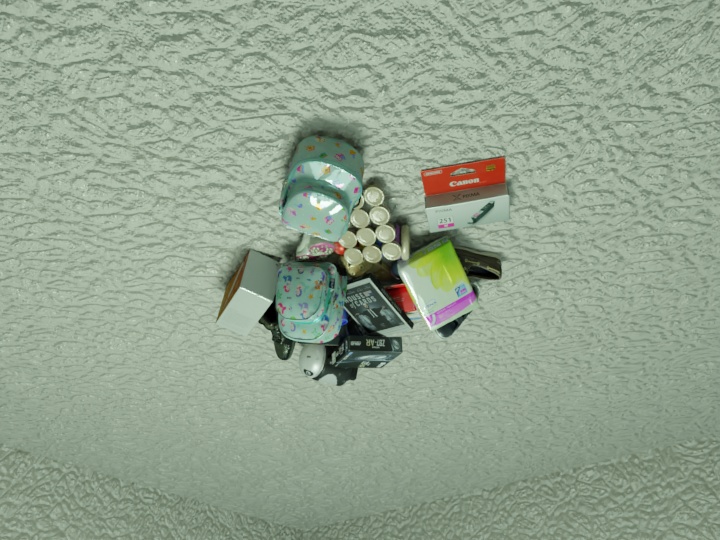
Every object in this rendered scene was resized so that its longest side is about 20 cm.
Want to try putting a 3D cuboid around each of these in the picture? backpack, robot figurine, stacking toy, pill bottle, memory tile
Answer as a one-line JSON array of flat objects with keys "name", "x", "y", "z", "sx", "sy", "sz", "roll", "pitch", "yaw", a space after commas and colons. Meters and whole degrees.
[{"name": "backpack", "x": -0.080, "y": -0.173, "z": 1.377, "sx": 0.171, "sy": 0.156, "sz": 0.203, "roll": 18, "pitch": 133, "yaw": -8}, {"name": "robot figurine", "x": -0.102, "y": 0.296, "z": 2.065, "sx": 0.196, "sy": 0.127, "sz": 0.152, "roll": 20, "pitch": 122, "yaw": -28}, {"name": "stacking toy", "x": 0.024, "y": -0.070, "z": 1.599, "sx": 0.193, "sy": 0.088, "sz": 0.086, "roll": 1, "pitch": 146, "yaw": 7}, {"name": "pill bottle", "x": 0.026, "y": 0.154, "z": 1.876, "sx": 0.111, "sy": 0.117, "sz": 0.199, "roll": 19, "pitch": 141, "yaw": -27}, {"name": "memory tile", "x": 0.007, "y": -0.104, "z": 1.524, "sx": 0.149, "sy": 0.017, "sz": 0.204, "roll": -7, "pitch": 124, "yaw": 20}, {"name": "backpack", "x": -0.128, "y": 0.080, "z": 1.641, "sx": 0.172, "sy": 0.207, "sz": 0.150, "roll": 3, "pitch": 177, "yaw": 24}]

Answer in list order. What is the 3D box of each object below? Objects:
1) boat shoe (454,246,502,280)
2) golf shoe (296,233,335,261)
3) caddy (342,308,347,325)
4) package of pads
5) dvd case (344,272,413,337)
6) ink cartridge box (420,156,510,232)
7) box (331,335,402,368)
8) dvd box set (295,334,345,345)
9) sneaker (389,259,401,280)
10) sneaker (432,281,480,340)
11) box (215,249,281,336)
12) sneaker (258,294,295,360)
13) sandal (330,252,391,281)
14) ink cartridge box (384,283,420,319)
[{"name": "boat shoe", "x": 0.277, "y": -0.014, "z": 1.694, "sx": 0.193, "sy": 0.061, "sz": 0.072, "roll": 8, "pitch": 145, "yaw": -13}, {"name": "golf shoe", "x": -0.110, "y": -0.076, "z": 1.590, "sx": 0.073, "sy": 0.095, "sz": 0.199, "roll": 1, "pitch": 170, "yaw": -23}, {"name": "caddy", "x": -0.112, "y": 0.103, "z": 1.807, "sx": 0.137, "sy": 0.109, "sz": 0.199, "roll": 1, "pitch": 163, "yaw": -28}, {"name": "package of pads", "x": 0.193, "y": 0.035, "z": 1.641, "sx": 0.151, "sy": 0.068, "sz": 0.204, "roll": -27, "pitch": 108, "yaw": 5}, {"name": "dvd case", "x": 0.029, "y": 0.097, "z": 1.709, "sx": 0.148, "sy": 0.025, "sz": 0.201, "roll": -17, "pitch": 125, "yaw": 40}, {"name": "ink cartridge box", "x": 0.242, "y": -0.169, "z": 1.489, "sx": 0.193, "sy": 0.045, "sz": 0.175, "roll": -8, "pitch": 146, "yaw": 10}, {"name": "box", "x": 0.015, "y": 0.231, "z": 1.831, "sx": 0.155, "sy": 0.045, "sz": 0.200, "roll": 4, "pitch": 158, "yaw": -17}, {"name": "dvd box set", "x": -0.137, "y": 0.198, "z": 1.914, "sx": 0.142, "sy": 0.030, "sz": 0.199, "roll": 3, "pitch": 177, "yaw": -16}, {"name": "sneaker", "x": 0.168, "y": 0.010, "z": 1.735, "sx": 0.195, "sy": 0.072, "sz": 0.082, "roll": 20, "pitch": 158, "yaw": -23}, {"name": "sneaker", "x": 0.259, "y": 0.098, "z": 1.747, "sx": 0.078, "sy": 0.201, "sz": 0.079, "roll": 43, "pitch": 142, "yaw": -8}, {"name": "box", "x": -0.296, "y": 0.062, "z": 1.716, "sx": 0.095, "sy": 0.127, "sz": 0.200, "roll": 23, "pitch": 139, "yaw": -18}, {"name": "sneaker", "x": -0.230, "y": 0.161, "z": 1.764, "sx": 0.075, "sy": 0.113, "sz": 0.206, "roll": 18, "pitch": 116, "yaw": 28}, {"name": "sandal", "x": 0.004, "y": -0.003, "z": 1.692, "sx": 0.208, "sy": 0.071, "sz": 0.077, "roll": 26, "pitch": 137, "yaw": -34}, {"name": "ink cartridge box", "x": 0.130, "y": 0.085, "z": 1.758, "sx": 0.114, "sy": 0.070, "sz": 0.197, "roll": -12, "pitch": 165, "yaw": 37}]
